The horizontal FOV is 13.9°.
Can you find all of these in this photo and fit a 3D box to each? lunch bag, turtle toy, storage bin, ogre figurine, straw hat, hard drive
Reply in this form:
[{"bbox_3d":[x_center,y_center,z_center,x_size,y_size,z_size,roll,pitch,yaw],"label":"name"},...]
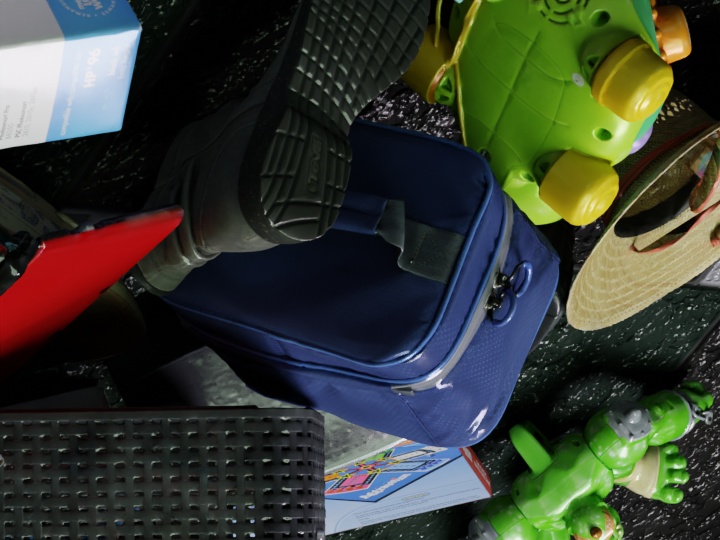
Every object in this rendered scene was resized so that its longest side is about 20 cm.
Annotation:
[{"bbox_3d":[0.000,0.000,1.532,0.132,0.200,0.136,45,63,-55],"label":"lunch bag"},{"bbox_3d":[0.102,-0.099,1.561,0.101,0.146,0.200,-29,153,-41],"label":"turtle toy"},{"bbox_3d":[-0.120,0.118,1.516,0.200,0.094,0.135,0,175,3],"label":"storage bin"},{"bbox_3d":[0.137,0.142,1.919,0.200,0.098,0.120,-22,166,15],"label":"ogre figurine"},{"bbox_3d":[0.167,-0.062,1.685,0.201,0.085,0.201,-35,159,-15],"label":"straw hat"},{"bbox_3d":[-0.034,0.059,1.675,0.200,0.042,0.135,-21,124,1],"label":"hard drive"}]

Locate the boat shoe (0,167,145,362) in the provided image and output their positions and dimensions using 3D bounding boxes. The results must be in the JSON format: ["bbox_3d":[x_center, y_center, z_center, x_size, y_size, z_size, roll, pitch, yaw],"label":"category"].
[{"bbox_3d":[-0.172,-0.011,1.516,0.073,0.063,0.200,-19,149,15],"label":"boat shoe"}]

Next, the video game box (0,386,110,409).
[{"bbox_3d":[-0.244,0.158,1.698,0.200,0.047,0.182,-13,140,-24],"label":"video game box"}]

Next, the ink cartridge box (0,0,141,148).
[{"bbox_3d":[-0.213,-0.109,1.317,0.200,0.116,0.068,-11,140,-27],"label":"ink cartridge box"}]

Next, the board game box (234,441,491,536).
[{"bbox_3d":[-0.030,0.131,1.783,0.200,0.019,0.103,-14,149,13],"label":"board game box"}]

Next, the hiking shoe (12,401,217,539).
[{"bbox_3d":[-0.165,0.143,1.614,0.200,0.087,0.074,-25,142,4],"label":"hiking shoe"}]

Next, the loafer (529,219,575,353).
[{"bbox_3d":[0.069,0.036,1.752,0.200,0.073,0.072,-43,-170,44],"label":"loafer"}]

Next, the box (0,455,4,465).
[{"bbox_3d":[-0.282,0.046,1.376,0.156,0.200,0.041,-29,-169,34],"label":"box"}]

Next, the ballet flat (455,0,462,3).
[{"bbox_3d":[0.005,-0.192,1.422,0.200,0.069,0.071,22,103,-45],"label":"ballet flat"}]

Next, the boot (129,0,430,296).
[{"bbox_3d":[-0.049,-0.084,1.487,0.068,0.200,0.131,41,146,-26],"label":"boot"}]

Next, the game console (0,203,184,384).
[{"bbox_3d":[-0.219,-0.004,1.436,0.172,0.119,0.200,41,131,-11],"label":"game console"}]
